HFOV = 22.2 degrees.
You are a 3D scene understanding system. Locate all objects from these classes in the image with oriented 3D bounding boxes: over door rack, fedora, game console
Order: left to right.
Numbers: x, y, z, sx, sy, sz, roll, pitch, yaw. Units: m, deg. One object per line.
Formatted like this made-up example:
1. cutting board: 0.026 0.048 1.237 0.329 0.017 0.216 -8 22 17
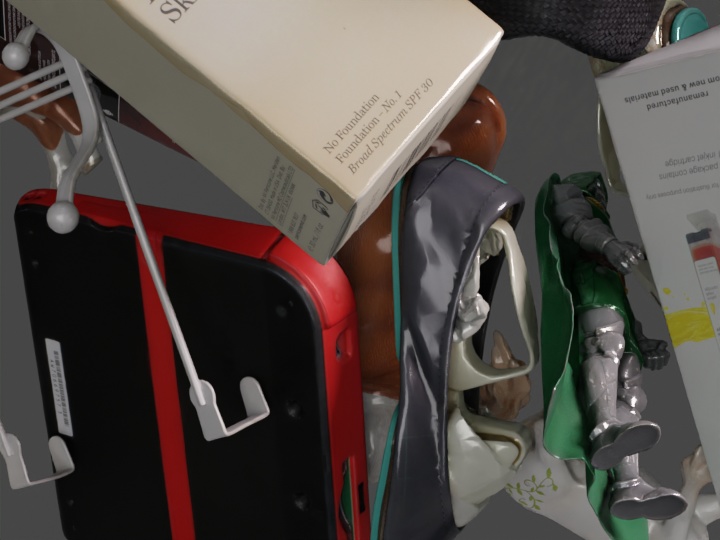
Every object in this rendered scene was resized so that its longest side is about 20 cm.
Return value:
1. over door rack: -0.148 0.007 0.809 0.147 0.067 0.201 -16 107 37
2. game console: -0.078 0.065 0.864 0.175 0.031 0.202 12 121 28
3. fedora: 0.079 -0.139 0.777 0.198 0.201 0.093 6 102 5

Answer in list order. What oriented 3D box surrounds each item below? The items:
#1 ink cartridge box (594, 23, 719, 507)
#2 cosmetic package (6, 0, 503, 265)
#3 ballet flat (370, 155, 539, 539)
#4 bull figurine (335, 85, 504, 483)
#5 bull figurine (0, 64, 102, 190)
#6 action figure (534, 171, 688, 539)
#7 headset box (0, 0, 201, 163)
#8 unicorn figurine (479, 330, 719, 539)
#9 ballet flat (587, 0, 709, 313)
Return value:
1. ink cartridge box: 0.200 -0.014 0.807 0.083 0.145 0.202 -9 102 46
2. cosmetic package: -0.054 -0.110 0.736 0.199 0.073 0.104 39 67 4
3. ballet flat: 0.043 0.052 0.802 0.072 0.073 0.203 5 102 5
4. bull figurine: 0.000 0.000 0.867 0.120 0.065 0.202 16 102 -6
5. bull figurine: -0.217 -0.048 0.893 0.200 0.065 0.121 -43 97 13
6. action figure: 0.104 0.020 0.800 0.054 0.201 0.119 -16 129 11
7. headset box: -0.098 -0.152 0.824 0.198 0.077 0.150 26 68 0
8. unicorn figurine: 0.130 0.118 0.879 0.200 0.074 0.138 44 131 16
9. ballet flat: 0.152 -0.029 0.868 0.062 0.067 0.202 -10 96 37
